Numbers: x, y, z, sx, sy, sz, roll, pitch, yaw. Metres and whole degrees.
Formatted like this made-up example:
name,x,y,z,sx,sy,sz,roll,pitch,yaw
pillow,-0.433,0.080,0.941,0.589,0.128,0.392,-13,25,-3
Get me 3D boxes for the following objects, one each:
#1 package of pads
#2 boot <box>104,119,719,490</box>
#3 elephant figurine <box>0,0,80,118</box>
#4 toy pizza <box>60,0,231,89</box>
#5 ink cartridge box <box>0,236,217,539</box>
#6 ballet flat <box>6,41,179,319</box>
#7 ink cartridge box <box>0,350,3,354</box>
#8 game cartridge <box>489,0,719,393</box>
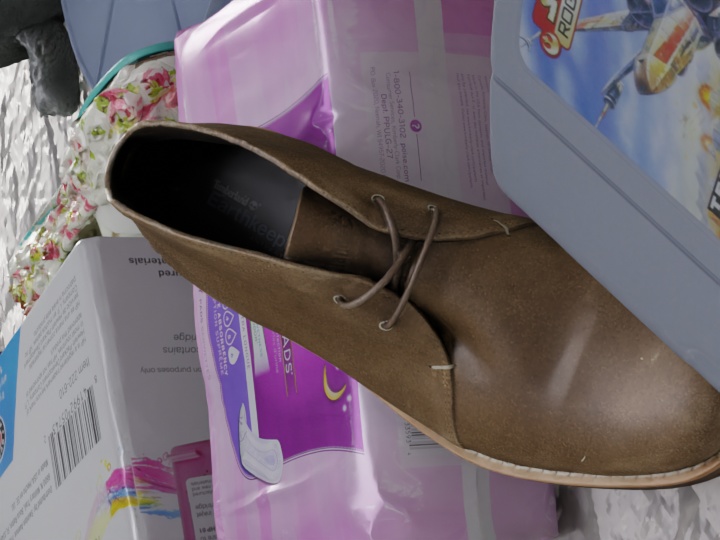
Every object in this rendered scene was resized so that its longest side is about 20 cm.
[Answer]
name,x,y,z,sx,sy,sz,roll,pitch,yaw
package of pads,0.000,0.000,0.936,0.120,0.075,0.201,-27,65,60
boot,0.016,0.007,0.822,0.199,0.075,0.074,21,88,26
elephant figurine,-0.228,-0.151,1.258,0.155,0.199,0.142,29,115,60
toy pizza,-0.070,-0.153,1.131,0.200,0.032,0.201,-179,90,-65
ink cartridge box,-0.069,0.109,1.063,0.145,0.084,0.201,132,134,-53
ballet flat,-0.081,-0.015,1.113,0.200,0.075,0.064,125,133,-62
ink cartridge box,-0.188,0.138,1.197,0.084,0.175,0.201,-51,46,51
game cartridge,0.090,-0.062,0.722,0.133,0.041,0.200,40,142,26
